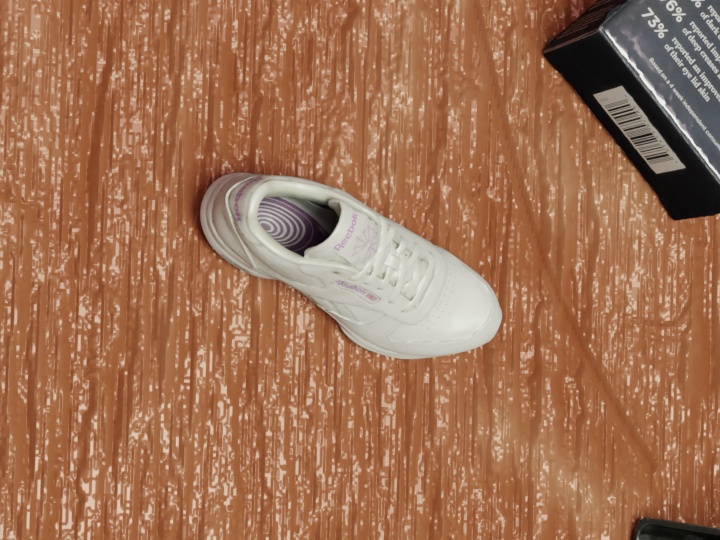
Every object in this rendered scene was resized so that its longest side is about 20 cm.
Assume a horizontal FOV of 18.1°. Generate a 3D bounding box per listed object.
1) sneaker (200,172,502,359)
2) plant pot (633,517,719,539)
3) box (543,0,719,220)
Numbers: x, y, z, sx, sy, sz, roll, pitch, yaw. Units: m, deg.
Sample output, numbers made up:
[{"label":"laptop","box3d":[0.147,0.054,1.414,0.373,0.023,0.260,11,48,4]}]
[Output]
[{"label":"sneaker","box3d":[0.000,0.000,1.373,0.200,0.100,0.075,23,80,-15]},{"label":"plant pot","box3d":[0.289,0.265,1.403,0.177,0.200,0.200,8,85,-26]},{"label":"box","box3d":[0.245,-0.152,1.446,0.200,0.104,0.148,-41,98,-14]}]
